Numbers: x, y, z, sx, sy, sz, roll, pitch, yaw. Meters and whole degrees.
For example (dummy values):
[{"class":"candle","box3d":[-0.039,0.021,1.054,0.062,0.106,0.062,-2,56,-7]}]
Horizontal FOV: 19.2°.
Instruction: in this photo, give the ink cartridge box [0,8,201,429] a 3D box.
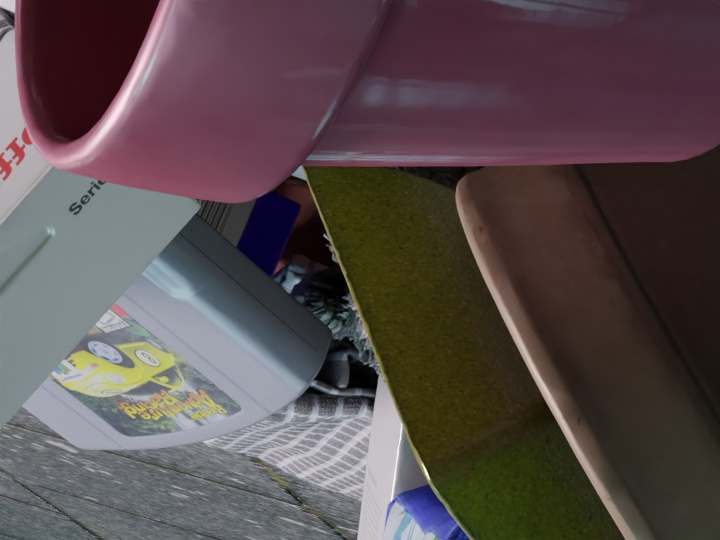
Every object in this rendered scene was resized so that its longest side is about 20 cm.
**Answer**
[{"class":"ink cartridge box","box3d":[-0.184,-0.042,0.929,0.200,0.146,0.084,44,-178,41]}]

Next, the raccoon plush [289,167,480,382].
[{"class":"raccoon plush","box3d":[0.000,0.000,0.956,0.200,0.097,0.134,-9,140,42]}]

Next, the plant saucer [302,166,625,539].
[{"class":"plant saucer","box3d":[0.064,0.062,0.804,0.200,0.048,0.200,54,-172,-36]}]

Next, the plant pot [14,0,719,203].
[{"class":"plant pot","box3d":[0.020,-0.108,0.568,0.178,0.201,0.200,11,167,-22]}]

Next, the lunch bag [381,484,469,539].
[{"class":"lunch bag","box3d":[0.057,0.197,0.934,0.127,0.201,0.170,-13,180,-7]}]

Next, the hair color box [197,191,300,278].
[{"class":"hair color box","box3d":[-0.106,-0.004,1.094,0.109,0.065,0.200,24,164,-5]}]

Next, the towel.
[{"class":"towel","box3d":[0.002,0.078,1.173,0.165,0.086,0.200,24,163,-10]}]

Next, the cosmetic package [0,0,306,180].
[{"class":"cosmetic package","box3d":[-0.093,-0.112,0.851,0.151,0.052,0.200,25,170,43]}]

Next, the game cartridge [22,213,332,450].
[{"class":"game cartridge","box3d":[-0.113,0.033,1.019,0.133,0.041,0.200,38,145,-29]}]

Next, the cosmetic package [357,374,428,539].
[{"class":"cosmetic package","box3d":[0.052,0.136,1.065,0.101,0.201,0.074,3,-166,-11]}]

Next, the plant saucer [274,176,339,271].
[{"class":"plant saucer","box3d":[-0.040,-0.025,1.116,0.199,0.037,0.200,13,160,27]}]

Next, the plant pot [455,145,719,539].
[{"class":"plant pot","box3d":[0.154,0.014,0.732,0.201,0.174,0.200,58,-173,-11]}]

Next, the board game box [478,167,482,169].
[{"class":"board game box","box3d":[0.051,-0.067,0.904,0.104,0.024,0.200,15,162,29]}]
